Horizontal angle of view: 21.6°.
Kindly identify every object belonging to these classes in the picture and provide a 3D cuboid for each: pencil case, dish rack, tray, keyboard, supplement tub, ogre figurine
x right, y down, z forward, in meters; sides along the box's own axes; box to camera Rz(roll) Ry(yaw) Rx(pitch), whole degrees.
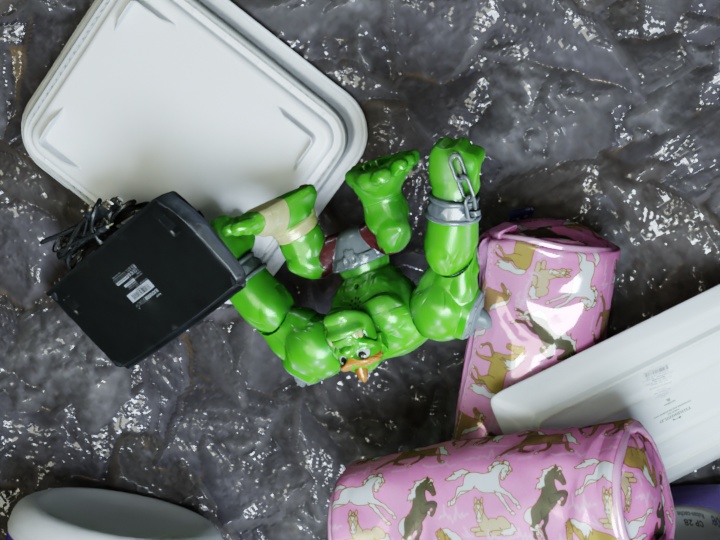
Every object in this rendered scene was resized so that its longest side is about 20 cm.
[{"bbox_3d":[0.102,0.066,1.173,0.086,0.083,0.201,20,110,34],"label":"pencil case"},{"bbox_3d":[-0.114,-0.087,1.209,0.200,0.044,0.172,38,108,1],"label":"dish rack"},{"bbox_3d":[0.188,0.081,1.142,0.200,0.022,0.108,-26,110,-2],"label":"tray"},{"bbox_3d":[-0.138,-0.007,1.198,0.104,0.040,0.200,48,145,-7],"label":"keyboard"},{"bbox_3d":[-0.174,0.256,1.238,0.145,0.145,0.201,12,95,11],"label":"supplement tub"},{"bbox_3d":[0.082,0.142,1.098,0.199,0.083,0.087,-13,114,28],"label":"pencil case"},{"bbox_3d":[0.000,0.000,1.142,0.199,0.098,0.120,-22,100,9],"label":"ogre figurine"}]

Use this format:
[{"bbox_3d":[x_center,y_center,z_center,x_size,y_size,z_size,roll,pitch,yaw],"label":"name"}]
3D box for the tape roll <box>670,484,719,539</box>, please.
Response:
[{"bbox_3d":[0.166,0.207,1.129,0.199,0.200,0.085,-16,99,17],"label":"tape roll"}]
